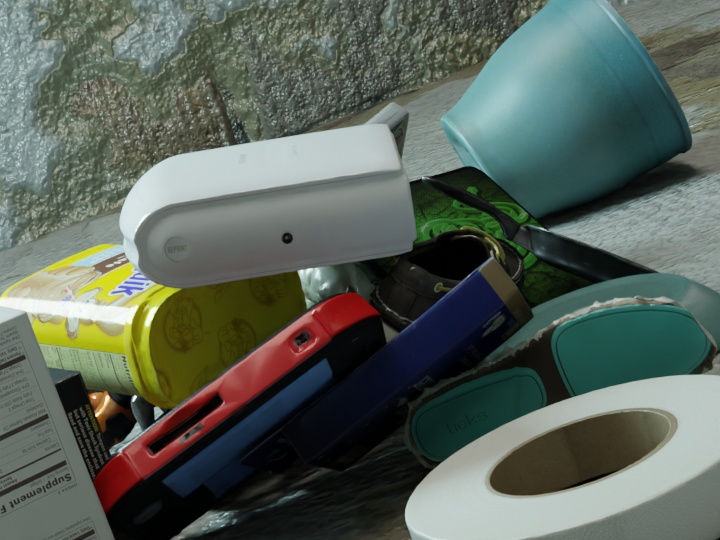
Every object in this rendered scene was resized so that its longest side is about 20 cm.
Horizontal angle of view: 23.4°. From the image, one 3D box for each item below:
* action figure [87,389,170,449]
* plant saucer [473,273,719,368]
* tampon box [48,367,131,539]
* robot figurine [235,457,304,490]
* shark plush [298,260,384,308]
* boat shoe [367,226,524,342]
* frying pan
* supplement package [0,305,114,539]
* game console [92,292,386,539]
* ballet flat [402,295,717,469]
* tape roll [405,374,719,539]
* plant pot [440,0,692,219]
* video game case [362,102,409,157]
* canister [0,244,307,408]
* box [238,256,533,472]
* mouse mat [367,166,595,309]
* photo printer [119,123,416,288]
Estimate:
[{"bbox_3d":[-0.179,0.099,1.363,0.192,0.105,0.200,-29,8,7],"label":"action figure"},{"bbox_3d":[0.158,0.045,1.179,0.198,0.036,0.200,-20,11,4],"label":"plant saucer"},{"bbox_3d":[-0.277,0.160,1.165,0.199,0.127,0.149,-25,12,-27],"label":"tampon box"},{"bbox_3d":[-0.069,0.105,1.233,0.199,0.059,0.144,-27,12,-34],"label":"robot figurine"},{"bbox_3d":[0.000,0.000,1.340,0.082,0.092,0.200,4,10,9],"label":"shark plush"},{"bbox_3d":[0.072,0.005,1.216,0.201,0.071,0.061,-25,-35,-60],"label":"boat shoe"},{"bbox_3d":[0.141,-0.019,1.275,0.189,0.031,0.115,20,1,-24],"label":"frying pan"},{"bbox_3d":[-0.240,0.140,0.998,0.150,0.202,0.151,-24,12,-23],"label":"supplement package"},{"bbox_3d":[-0.066,0.098,1.061,0.199,0.031,0.177,-36,-19,-6],"label":"game console"},{"bbox_3d":[0.120,0.067,1.063,0.198,0.072,0.072,-20,11,13],"label":"ballet flat"},{"bbox_3d":[0.122,0.112,0.915,0.201,0.037,0.203,-20,10,4],"label":"tape roll"},{"bbox_3d":[0.189,-0.145,1.686,0.187,0.201,0.200,-36,11,-1],"label":"plant pot"},{"bbox_3d":[-0.033,-0.018,1.420,0.023,0.201,0.182,34,53,21],"label":"video game case"},{"bbox_3d":[-0.159,0.035,1.279,0.199,0.087,0.148,3,24,45],"label":"canister"},{"bbox_3d":[0.020,0.073,1.093,0.199,0.033,0.121,-38,-13,3],"label":"box"},{"bbox_3d":[0.081,-0.018,1.331,0.199,0.161,0.008,-16,-39,-47],"label":"mouse mat"},{"bbox_3d":[-0.066,-0.045,1.194,0.198,0.070,0.167,-9,16,0],"label":"photo printer"}]
